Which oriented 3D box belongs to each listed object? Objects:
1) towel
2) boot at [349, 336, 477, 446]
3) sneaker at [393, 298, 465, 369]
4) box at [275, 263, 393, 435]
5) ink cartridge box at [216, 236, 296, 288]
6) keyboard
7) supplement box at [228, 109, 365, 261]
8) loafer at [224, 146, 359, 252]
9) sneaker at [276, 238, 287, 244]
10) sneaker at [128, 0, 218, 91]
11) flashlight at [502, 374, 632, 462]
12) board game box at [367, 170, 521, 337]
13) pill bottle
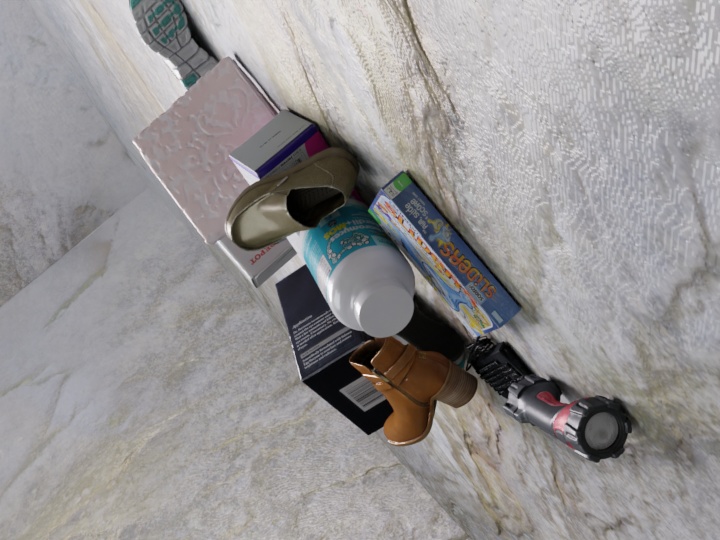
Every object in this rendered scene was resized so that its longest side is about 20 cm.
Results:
[{"bbox_3d":[-0.193,-0.165,1.594,0.192,0.199,0.032,53,-160,-5],"label":"towel"},{"bbox_3d":[0.046,0.165,1.580,0.154,0.077,0.200,27,144,-19],"label":"boot"},{"bbox_3d":[0.081,0.103,1.670,0.200,0.083,0.121,41,158,36],"label":"sneaker"},{"bbox_3d":[-0.015,0.108,1.733,0.197,0.117,0.201,45,-161,-44],"label":"box"},{"bbox_3d":[-0.188,-0.093,1.932,0.200,0.146,0.083,48,171,10],"label":"ink cartridge box"},{"bbox_3d":[0.171,0.134,1.493,0.104,0.040,0.200,48,169,6],"label":"keyboard"},{"bbox_3d":[-0.069,-0.098,1.519,0.201,0.101,0.103,57,168,-32],"label":"supplement box"},{"bbox_3d":[-0.089,-0.080,1.404,0.076,0.199,0.068,43,-151,-28],"label":"loafer"},{"bbox_3d":[-0.162,-0.109,1.668,0.200,0.095,0.080,51,172,42],"label":"sneaker"},{"bbox_3d":[-0.279,-0.338,1.652,0.091,0.077,0.201,44,168,49],"label":"sneaker"},{"bbox_3d":[0.227,0.156,1.270,0.067,0.069,0.200,17,-177,-14],"label":"flashlight"},{"bbox_3d":[0.091,-0.015,1.305,0.200,0.034,0.135,50,170,2],"label":"board game box"},{"bbox_3d":[0.000,0.000,1.409,0.111,0.110,0.200,57,180,-36],"label":"pill bottle"}]
